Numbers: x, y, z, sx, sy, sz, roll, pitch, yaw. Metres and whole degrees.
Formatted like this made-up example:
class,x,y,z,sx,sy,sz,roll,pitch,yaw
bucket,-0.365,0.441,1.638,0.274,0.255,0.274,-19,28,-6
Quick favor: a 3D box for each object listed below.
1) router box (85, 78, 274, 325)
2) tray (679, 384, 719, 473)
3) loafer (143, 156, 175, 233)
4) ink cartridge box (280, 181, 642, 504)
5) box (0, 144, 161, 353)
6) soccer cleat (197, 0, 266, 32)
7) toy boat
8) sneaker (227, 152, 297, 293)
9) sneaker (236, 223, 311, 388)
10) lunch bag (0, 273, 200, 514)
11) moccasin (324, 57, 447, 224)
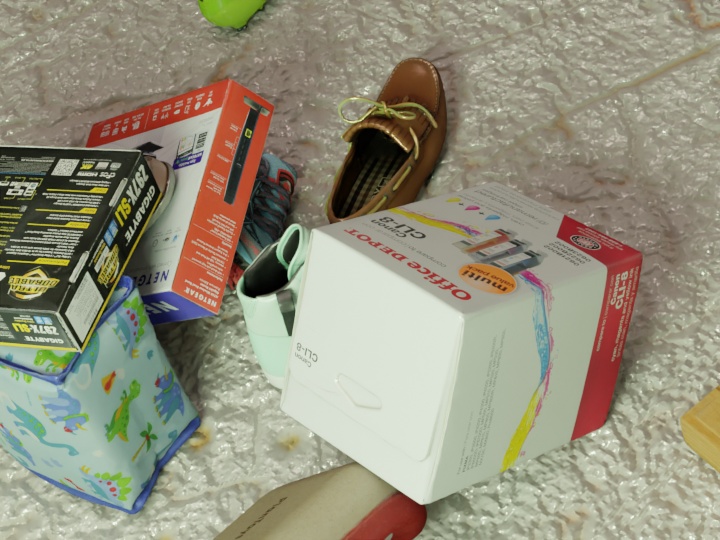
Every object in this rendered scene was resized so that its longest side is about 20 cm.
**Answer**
class,x,y,z,sx,sy,sz,roll,pitch,yaw
router box,-0.166,-0.046,1.449,0.199,0.049,0.181,-11,58,48
tray,0.318,0.134,1.213,0.098,0.037,0.200,-37,49,-12
loafer,-0.228,-0.044,1.428,0.199,0.063,0.072,-22,51,42
ink cartridge box,0.069,0.044,1.251,0.145,0.146,0.199,29,31,35
box,-0.264,-0.020,1.320,0.198,0.050,0.160,3,50,22
soccer cleat,-0.082,-0.311,1.708,0.067,0.081,0.200,24,62,34
toy boat,-0.028,0.216,1.218,0.130,0.131,0.200,-22,10,45
sneaker,-0.093,-0.060,1.500,0.095,0.080,0.200,-26,47,-6
sneaker,0.000,0.000,1.387,0.200,0.119,0.074,-31,46,-10
lunch bag,-0.241,0.072,1.378,0.199,0.171,0.128,13,51,31
moccasin,0.018,-0.101,1.494,0.073,0.078,0.202,11,55,27
